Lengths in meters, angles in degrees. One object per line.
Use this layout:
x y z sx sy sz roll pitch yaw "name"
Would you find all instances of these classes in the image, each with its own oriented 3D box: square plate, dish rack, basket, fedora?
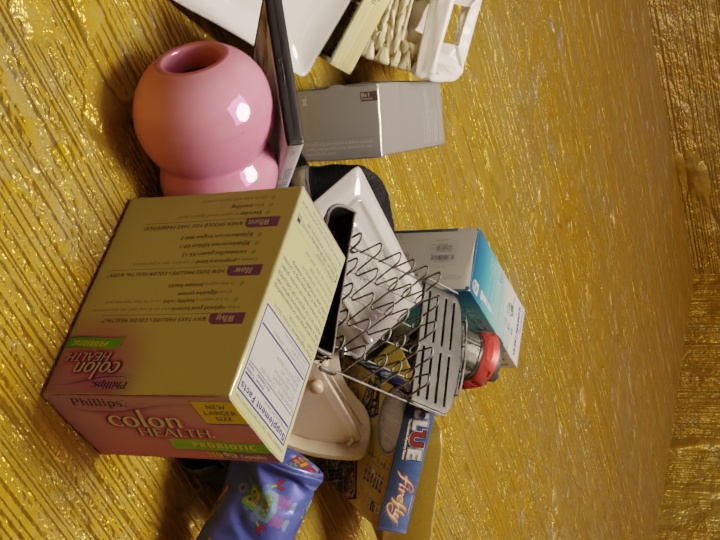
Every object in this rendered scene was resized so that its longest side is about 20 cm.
-0.073 -0.313 1.113 0.199 0.028 0.199 23 103 -48 "square plate"
0.028 0.045 1.087 0.198 0.054 0.155 26 57 -26 "dish rack"
0.064 -0.306 1.368 0.200 0.122 0.137 -36 142 -73 "basket"
-0.011 -0.052 1.229 0.201 0.091 0.203 -17 90 -82 "fedora"

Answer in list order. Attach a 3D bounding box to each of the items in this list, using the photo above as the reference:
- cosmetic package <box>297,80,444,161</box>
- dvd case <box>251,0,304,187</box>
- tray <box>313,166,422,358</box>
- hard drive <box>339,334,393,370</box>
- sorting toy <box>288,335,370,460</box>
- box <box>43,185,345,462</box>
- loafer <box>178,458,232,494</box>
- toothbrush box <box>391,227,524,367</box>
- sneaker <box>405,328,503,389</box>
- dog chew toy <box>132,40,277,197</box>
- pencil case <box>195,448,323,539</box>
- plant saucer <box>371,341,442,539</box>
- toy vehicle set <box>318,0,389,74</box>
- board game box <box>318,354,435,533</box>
0.016 -0.176 1.340 0.200 0.106 0.091 -25 112 -61 "cosmetic package"
-0.082 -0.155 1.079 0.200 0.017 0.145 127 -46 -75 "dvd case"
0.000 0.000 1.168 0.107 0.022 0.201 -42 133 -13 "tray"
0.006 0.048 1.388 0.139 0.032 0.203 37 56 -60 "hard drive"
-0.065 0.066 1.173 0.181 0.106 0.201 -78 149 -47 "sorting toy"
-0.128 0.042 0.935 0.097 0.174 0.202 59 37 -44 "box"
-0.134 0.165 1.057 0.070 0.068 0.203 -30 125 -28 "loafer"
0.100 0.037 1.382 0.200 0.145 0.086 53 43 -50 "toothbrush box"
0.080 0.114 1.364 0.097 0.200 0.072 22 59 -22 "sneaker"
-0.127 -0.096 1.021 0.125 0.123 0.202 -60 147 -48 "dog chew toy"
-0.110 0.245 1.009 0.202 0.086 0.078 -63 180 -3 "pencil case"
0.034 0.213 1.300 0.200 0.048 0.202 -116 -153 -60 "plant saucer"
0.008 -0.315 1.222 0.026 0.124 0.202 24 101 -26 "toy vehicle set"
0.013 0.176 1.208 0.034 0.200 0.137 12 94 -20 "board game box"
